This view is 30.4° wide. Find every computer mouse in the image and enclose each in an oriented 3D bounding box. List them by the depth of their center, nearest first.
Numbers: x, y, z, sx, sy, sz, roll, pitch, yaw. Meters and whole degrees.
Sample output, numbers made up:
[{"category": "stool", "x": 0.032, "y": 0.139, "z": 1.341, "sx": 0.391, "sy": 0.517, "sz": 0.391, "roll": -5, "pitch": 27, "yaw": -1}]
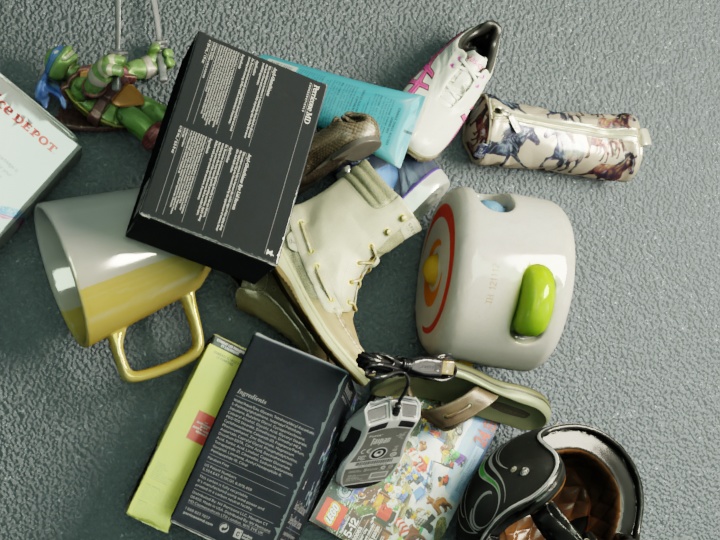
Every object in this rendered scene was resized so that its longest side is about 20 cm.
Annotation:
[{"category": "computer mouse", "x": 0.019, "y": 0.146, "z": 1.325, "sx": 0.109, "sy": 0.201, "sz": 0.044, "roll": -3, "pitch": 47, "yaw": -29}]

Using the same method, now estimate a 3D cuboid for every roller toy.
[{"category": "roller toy", "x": 0.132, "y": 0.009, "z": 1.393, "sx": 0.139, "sy": 0.200, "sz": 0.183, "roll": 9, "pitch": 58, "yaw": -11}]

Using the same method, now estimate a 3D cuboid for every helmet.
[{"category": "helmet", "x": 0.195, "y": 0.258, "z": 1.367, "sx": 0.199, "sy": 0.191, "sz": 0.201, "roll": 2, "pitch": 107, "yaw": 8}]

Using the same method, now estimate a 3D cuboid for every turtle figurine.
[{"category": "turtle figurine", "x": -0.218, "y": -0.199, "z": 1.369, "sx": 0.194, "sy": 0.144, "sz": 0.200, "roll": 42, "pitch": 80, "yaw": -7}]

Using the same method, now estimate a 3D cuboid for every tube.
[{"category": "tube", "x": -0.029, "y": -0.177, "z": 1.401, "sx": 0.199, "sy": 0.050, "sz": 0.078, "roll": 23, "pitch": 102, "yaw": 25}]

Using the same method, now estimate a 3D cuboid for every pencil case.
[{"category": "pencil case", "x": 0.218, "y": -0.148, "z": 1.481, "sx": 0.199, "sy": 0.089, "sz": 0.078, "roll": 6, "pitch": 80, "yaw": -12}]

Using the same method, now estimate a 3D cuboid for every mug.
[{"category": "mug", "x": -0.232, "y": -0.001, "z": 1.353, "sx": 0.152, "sy": 0.149, "sz": 0.188, "roll": -20, "pitch": 119, "yaw": -23}]

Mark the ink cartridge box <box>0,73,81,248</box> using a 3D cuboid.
[{"category": "ink cartridge box", "x": -0.400, "y": -0.095, "z": 1.344, "sx": 0.144, "sy": 0.085, "sz": 0.200, "roll": 40, "pitch": 77, "yaw": -4}]

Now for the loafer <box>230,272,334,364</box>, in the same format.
[{"category": "loafer", "x": -0.098, "y": 0.029, "z": 1.400, "sx": 0.067, "sy": 0.076, "sz": 0.200, "roll": -34, "pitch": 82, "yaw": -12}]

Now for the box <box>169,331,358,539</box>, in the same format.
[{"category": "box", "x": -0.091, "y": 0.185, "z": 1.325, "sx": 0.107, "sy": 0.148, "sz": 0.201, "roll": 21, "pitch": 78, "yaw": 9}]

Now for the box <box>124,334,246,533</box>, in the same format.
[{"category": "box", "x": -0.177, "y": 0.167, "z": 1.359, "sx": 0.050, "sy": 0.075, "sz": 0.201, "roll": 28, "pitch": 76, "yaw": -7}]

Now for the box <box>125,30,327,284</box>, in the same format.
[{"category": "box", "x": -0.129, "y": -0.108, "z": 1.287, "sx": 0.140, "sy": 0.079, "sz": 0.201, "roll": 20, "pitch": 68, "yaw": -14}]

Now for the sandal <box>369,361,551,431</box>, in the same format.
[{"category": "sandal", "x": 0.107, "y": 0.140, "z": 1.374, "sx": 0.200, "sy": 0.080, "sz": 0.058, "roll": 16, "pitch": 61, "yaw": -14}]

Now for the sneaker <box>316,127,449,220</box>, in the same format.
[{"category": "sneaker", "x": -0.017, "y": -0.086, "z": 1.436, "sx": 0.200, "sy": 0.081, "sz": 0.147, "roll": -41, "pitch": 78, "yaw": -6}]

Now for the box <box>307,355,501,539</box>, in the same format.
[{"category": "box", "x": 0.047, "y": 0.212, "z": 1.418, "sx": 0.136, "sy": 0.038, "sz": 0.201, "roll": 31, "pitch": 77, "yaw": -7}]

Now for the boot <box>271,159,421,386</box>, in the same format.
[{"category": "boot", "x": 0.000, "y": 0.000, "z": 1.339, "sx": 0.154, "sy": 0.072, "sz": 0.201, "roll": -31, "pitch": 77, "yaw": -8}]

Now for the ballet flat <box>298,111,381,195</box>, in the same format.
[{"category": "ballet flat", "x": -0.063, "y": -0.115, "z": 1.383, "sx": 0.067, "sy": 0.199, "sz": 0.047, "roll": 0, "pitch": 69, "yaw": -54}]

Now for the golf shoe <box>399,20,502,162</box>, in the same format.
[{"category": "golf shoe", "x": 0.093, "y": -0.199, "z": 1.423, "sx": 0.072, "sy": 0.092, "sz": 0.200, "roll": 35, "pitch": 50, "yaw": -8}]
